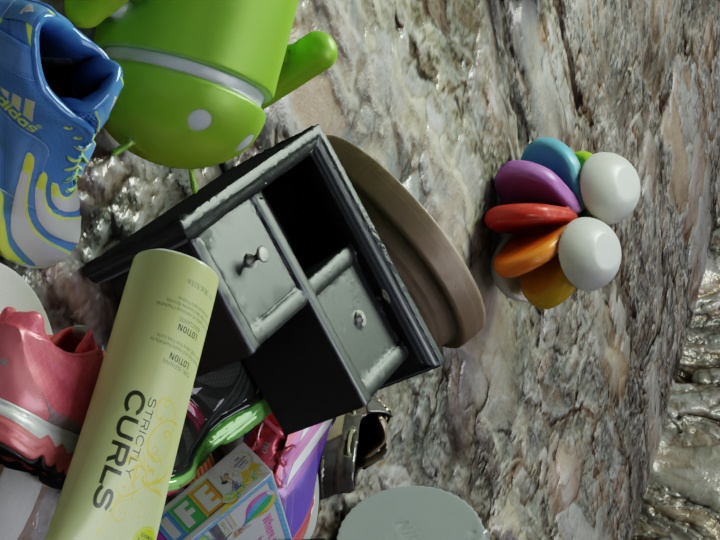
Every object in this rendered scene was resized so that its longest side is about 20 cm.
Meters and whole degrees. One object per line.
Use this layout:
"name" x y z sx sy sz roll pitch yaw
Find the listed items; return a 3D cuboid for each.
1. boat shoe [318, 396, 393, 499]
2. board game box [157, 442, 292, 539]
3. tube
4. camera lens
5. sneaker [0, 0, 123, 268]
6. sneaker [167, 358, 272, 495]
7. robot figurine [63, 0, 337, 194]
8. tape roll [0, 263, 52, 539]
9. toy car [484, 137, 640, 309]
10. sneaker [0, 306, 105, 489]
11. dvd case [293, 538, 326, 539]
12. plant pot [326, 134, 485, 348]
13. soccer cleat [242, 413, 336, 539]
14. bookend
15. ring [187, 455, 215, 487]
"boat shoe" -0.008 0.145 1.286 0.200 0.072 0.075 -58 153 -59
"board game box" -0.109 0.223 1.041 0.134 0.034 0.201 -37 148 -20
"tube" -0.121 0.088 0.781 0.052 0.057 0.202 117 -12 -65
"camera lens" 0.054 0.334 1.425 0.160 0.158 0.202 -53 146 -47
"sneaker" -0.170 -0.067 0.776 0.201 0.104 0.076 72 36 -49
"sneaker" -0.135 0.101 1.005 0.200 0.076 0.084 -39 105 -53
"robot figurine" -0.100 -0.154 0.893 0.175 0.115 0.202 22 80 -51
"tape roll" -0.234 0.090 0.783 0.202 0.037 0.205 10 90 -68
"toy car" 0.213 -0.065 1.680 0.149 0.174 0.202 33 64 -26
"sneaker" -0.155 0.080 0.825 0.200 0.073 0.088 47 54 -63
"dvd case" -0.110 0.277 1.046 0.142 0.018 0.201 12 114 -57
"plant pot" 0.000 0.000 1.153 0.093 0.201 0.201 -41 146 -13
"soccer cleat" -0.063 0.134 1.132 0.073 0.068 0.202 -19 120 -60
"bookend" -0.058 0.032 0.997 0.200 0.092 0.200 62 33 -8
"ring" -0.087 0.099 1.167 0.200 0.019 0.203 11 90 -68
